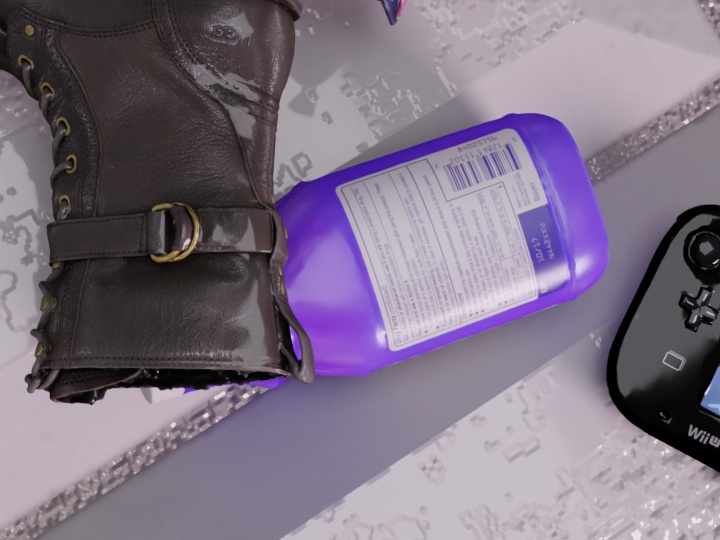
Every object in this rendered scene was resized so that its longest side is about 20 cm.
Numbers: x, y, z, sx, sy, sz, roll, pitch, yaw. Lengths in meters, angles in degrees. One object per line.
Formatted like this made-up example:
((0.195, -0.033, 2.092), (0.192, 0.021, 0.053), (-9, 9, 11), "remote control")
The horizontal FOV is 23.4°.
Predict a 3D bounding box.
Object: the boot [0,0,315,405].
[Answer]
((-0.106, -0.038, 0.654), (0.198, 0.069, 0.176), (3, 81, 20), "boot")

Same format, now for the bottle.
((0.000, 0.000, 0.709), (0.199, 0.065, 0.084), (-20, 90, -14), "bottle")

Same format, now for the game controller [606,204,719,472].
((0.205, 0.055, 0.762), (0.199, 0.042, 0.105), (27, 77, -7), "game controller")

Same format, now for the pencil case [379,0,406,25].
((-0.060, -0.172, 0.695), (0.199, 0.094, 0.091), (22, 58, 5), "pencil case")
